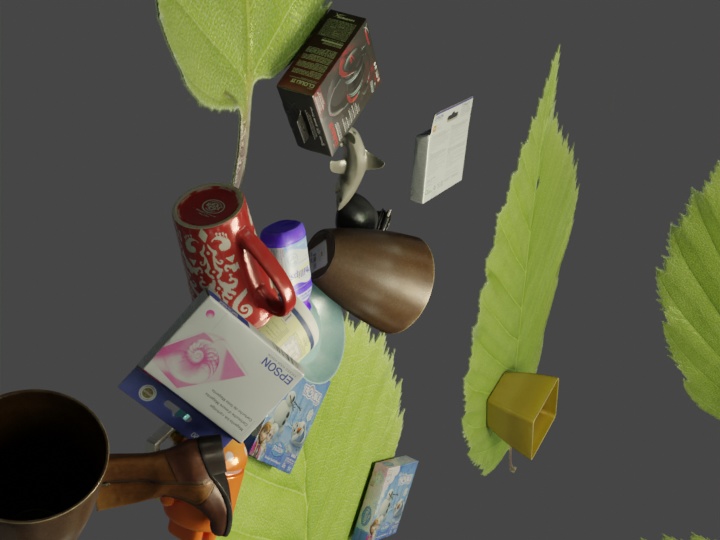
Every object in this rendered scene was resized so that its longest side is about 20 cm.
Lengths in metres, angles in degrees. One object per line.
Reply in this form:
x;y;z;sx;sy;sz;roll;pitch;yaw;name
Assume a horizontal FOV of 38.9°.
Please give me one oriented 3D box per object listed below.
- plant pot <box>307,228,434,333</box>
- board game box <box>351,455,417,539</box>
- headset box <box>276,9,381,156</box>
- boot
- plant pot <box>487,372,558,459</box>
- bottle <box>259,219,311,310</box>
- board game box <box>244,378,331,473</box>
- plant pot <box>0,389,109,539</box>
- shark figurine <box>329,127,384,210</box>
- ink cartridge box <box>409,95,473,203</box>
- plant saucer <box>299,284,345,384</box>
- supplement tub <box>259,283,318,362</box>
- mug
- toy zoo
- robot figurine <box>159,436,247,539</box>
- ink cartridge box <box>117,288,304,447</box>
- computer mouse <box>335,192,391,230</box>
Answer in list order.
0.000;0.000;1.858;0.199;0.186;0.189;19;91;-36;plant pot
0.064;0.576;2.564;0.199;0.043;0.201;9;99;-65;board game box
-0.053;-0.299;1.669;0.201;0.074;0.149;-58;153;-25;headset box
-0.294;0.338;1.516;0.197;0.069;0.190;-10;128;-10;boot
0.507;0.441;3.238;0.200;0.175;0.201;-51;149;-36;plant pot
-0.121;0.019;1.726;0.083;0.065;0.203;-33;123;-52;bottle
-0.145;0.270;1.931;0.201;0.043;0.200;-66;155;-12;board game box
-0.410;0.284;1.270;0.187;0.186;0.201;-45;160;-42;plant pot
-0.002;-0.207;1.807;0.215;0.089;0.129;84;31;-61;shark figurine
0.175;-0.267;2.202;0.199;0.040;0.202;-32;135;-53;ink cartridge box
-0.096;0.108;1.868;0.200;0.038;0.204;22;64;-55;plant saucer
-0.178;0.126;1.620;0.200;0.144;0.146;-44;146;-24;supplement tub
-0.183;-0.020;1.507;0.134;0.175;0.202;-84;168;-49;mug
-0.292;0.288;1.667;0.200;0.020;0.132;-44;144;-44;toy zoo
-0.248;0.337;1.631;0.142;0.117;0.202;13;99;-20;robot figurine
-0.217;0.161;1.494;0.196;0.043;0.200;41;94;-23;ink cartridge box
0.011;-0.085;1.983;0.140;0.052;0.200;-65;155;-10;computer mouse
